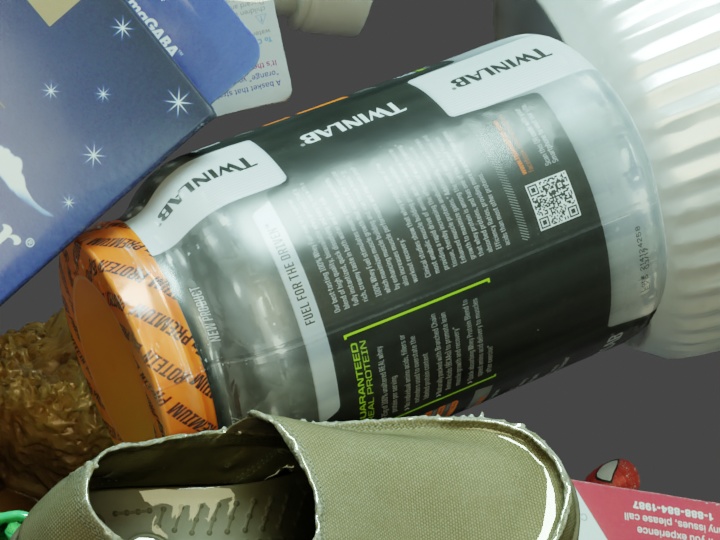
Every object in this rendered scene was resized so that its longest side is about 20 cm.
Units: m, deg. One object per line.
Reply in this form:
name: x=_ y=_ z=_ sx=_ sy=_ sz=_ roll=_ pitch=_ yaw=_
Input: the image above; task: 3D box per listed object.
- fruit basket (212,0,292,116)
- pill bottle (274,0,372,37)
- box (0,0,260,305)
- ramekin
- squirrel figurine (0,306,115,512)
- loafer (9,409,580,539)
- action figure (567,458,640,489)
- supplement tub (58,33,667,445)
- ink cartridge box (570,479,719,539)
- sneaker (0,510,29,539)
fruit basket: x=-0.133 y=-0.140 z=0.820 sx=0.184 sy=0.094 sz=0.202 roll=-15 pitch=108 yaw=-8
pill bottle: x=-0.092 y=-0.149 z=0.916 sx=0.198 sy=0.111 sz=0.112 roll=8 pitch=84 yaw=-10
box: x=-0.136 y=-0.055 z=0.747 sx=0.200 sy=0.032 sz=0.121 roll=-43 pitch=102 yaw=-14
ramekin: x=0.130 y=-0.060 z=0.907 sx=0.104 sy=0.200 sz=0.202 roll=-21 pitch=90 yaw=-7
squirrel figurine: x=-0.156 y=0.089 z=0.885 sx=0.199 sy=0.142 sz=0.188 roll=-28 pitch=79 yaw=-9
loafer: x=-0.014 y=0.084 z=0.727 sx=0.198 sy=0.068 sz=0.077 roll=-8 pitch=62 yaw=-22
action figure: x=0.029 y=0.124 z=0.952 sx=0.199 sy=0.052 sz=0.066 roll=-23 pitch=85 yaw=-13
supplement tub: x=0.000 y=0.000 z=0.813 sx=0.199 sy=0.122 sz=0.124 roll=-21 pitch=90 yaw=-21
ink cartridge box: x=0.054 y=0.194 z=0.814 sx=0.144 sy=0.145 sz=0.202 roll=10 pitch=58 yaw=-16
sneaker: x=-0.102 y=0.118 z=0.773 sx=0.198 sy=0.083 sz=0.075 roll=-3 pitch=84 yaw=-21
